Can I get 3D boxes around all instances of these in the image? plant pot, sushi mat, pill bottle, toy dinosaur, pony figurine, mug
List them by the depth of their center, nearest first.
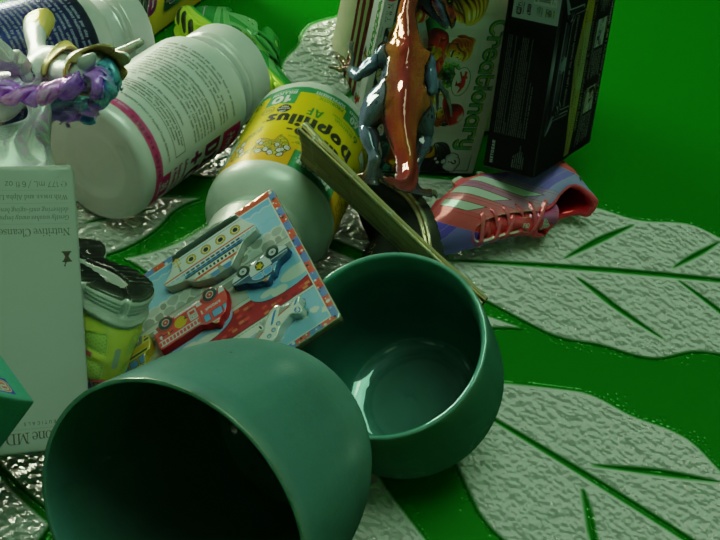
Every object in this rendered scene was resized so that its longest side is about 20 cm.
[{"bbox_3d":[-0.084,0.137,1.084,0.200,0.201,0.161,29,29,17],"label":"plant pot"},{"bbox_3d":[0.018,0.074,1.225,0.184,0.114,0.152,21,71,26],"label":"mug"},{"bbox_3d":[-0.278,-0.141,1.270,0.193,0.167,0.200,-31,24,-19],"label":"pony figurine"},{"bbox_3d":[0.024,-0.034,1.274,0.200,0.096,0.012,44,80,6],"label":"sushi mat"},{"bbox_3d":[0.049,-0.155,1.350,0.105,0.182,0.200,10,4,-20],"label":"toy dinosaur"},{"bbox_3d":[-0.067,-0.066,1.381,0.112,0.113,0.200,18,40,5],"label":"pill bottle"},{"bbox_3d":[-0.173,-0.138,1.432,0.113,0.114,0.200,29,42,17],"label":"pill bottle"},{"bbox_3d":[-0.292,-0.189,1.454,0.199,0.116,0.116,-22,52,-35],"label":"pill bottle"}]

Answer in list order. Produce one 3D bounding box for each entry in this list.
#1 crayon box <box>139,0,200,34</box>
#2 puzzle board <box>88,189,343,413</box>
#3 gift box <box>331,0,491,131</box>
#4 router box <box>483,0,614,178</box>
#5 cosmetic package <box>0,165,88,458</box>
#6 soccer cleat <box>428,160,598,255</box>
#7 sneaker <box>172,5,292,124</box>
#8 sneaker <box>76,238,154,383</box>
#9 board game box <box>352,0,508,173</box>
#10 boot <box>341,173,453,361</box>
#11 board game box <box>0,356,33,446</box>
[{"bbox_3d":[-0.181,-0.355,1.614,0.058,0.201,0.173,25,41,14],"label":"crayon box"},{"bbox_3d":[-0.125,0.039,1.225,0.200,0.017,0.151,-33,49,3],"label":"puzzle board"},{"bbox_3d":[0.067,-0.250,1.577,0.199,0.187,0.185,-5,43,-23],"label":"gift box"},{"bbox_3d":[0.176,-0.199,1.463,0.052,0.201,0.157,16,22,22],"label":"router box"},{"bbox_3d":[-0.258,0.031,1.133,0.113,0.201,0.081,-5,-3,-40],"label":"cosmetic package"},{"bbox_3d":[0.133,-0.053,1.464,0.076,0.067,0.200,38,42,27],"label":"soccer cleat"},{"bbox_3d":[-0.104,-0.203,1.559,0.083,0.074,0.200,-21,50,-30],"label":"sneaker"},{"bbox_3d":[-0.223,0.028,1.229,0.078,0.091,0.200,2,15,-29],"label":"sneaker"},{"bbox_3d":[0.063,-0.179,1.481,0.126,0.201,0.035,0,40,-16],"label":"board game box"},{"bbox_3d":[0.000,0.000,1.358,0.138,0.078,0.200,-10,44,-20],"label":"boot"},{"bbox_3d":[-0.315,0.108,1.046,0.152,0.200,0.045,47,16,32],"label":"board game box"}]
